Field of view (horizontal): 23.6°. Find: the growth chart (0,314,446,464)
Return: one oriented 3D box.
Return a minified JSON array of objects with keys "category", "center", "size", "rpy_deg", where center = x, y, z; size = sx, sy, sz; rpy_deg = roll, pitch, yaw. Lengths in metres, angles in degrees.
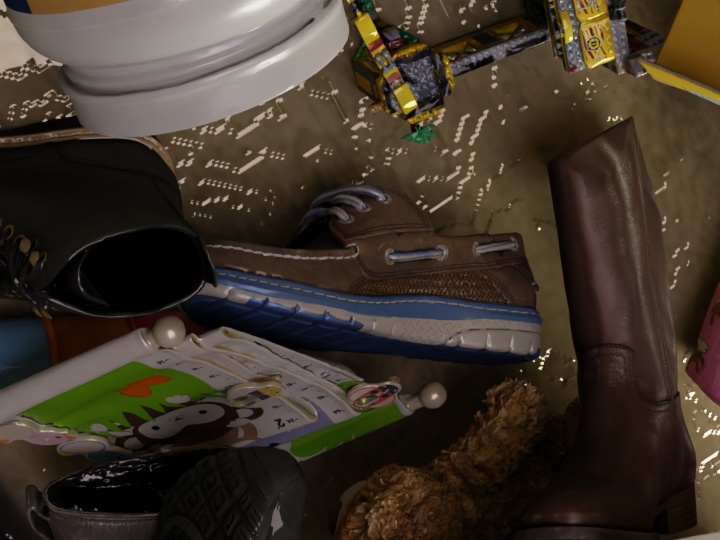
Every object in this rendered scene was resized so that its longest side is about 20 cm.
[{"category":"growth chart","center":[-0.074,0.064,0.788],"size":[0.144,0.018,0.199],"rpy_deg":[-29,150,31]}]

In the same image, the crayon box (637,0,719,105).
[{"category":"crayon box","center":[0.207,-0.080,0.766],"size":[0.126,0.200,0.051],"rpy_deg":[26,101,18]}]

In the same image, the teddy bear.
[{"category":"teddy bear","center":[0.055,0.116,0.865],"size":[0.199,0.067,0.145],"rpy_deg":[-28,153,-29]}]

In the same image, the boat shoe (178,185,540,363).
[{"category":"boat shoe","center":[0.000,0.000,0.814],"size":[0.199,0.072,0.073],"rpy_deg":[10,75,-39]}]

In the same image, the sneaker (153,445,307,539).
[{"category":"sneaker","center":[-0.050,0.156,0.774],"size":[0.090,0.076,0.201],"rpy_deg":[2,129,-24]}]

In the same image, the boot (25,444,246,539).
[{"category":"boot","center":[-0.062,0.157,0.837],"size":[0.199,0.069,0.175],"rpy_deg":[-4,127,-17]}]

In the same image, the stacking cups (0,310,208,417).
[{"category":"stacking cups","center":[-0.163,0.050,0.785],"size":[0.199,0.061,0.061],"rpy_deg":[-2,111,-21]}]

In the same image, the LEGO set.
[{"category":"LEGO set","center":[0.058,-0.152,0.756],"size":[0.153,0.116,0.201],"rpy_deg":[-13,114,-16]}]

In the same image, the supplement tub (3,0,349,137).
[{"category":"supplement tub","center":[-0.089,-0.169,0.679],"size":[0.144,0.144,0.201],"rpy_deg":[-23,116,-11]}]

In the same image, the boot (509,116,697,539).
[{"category":"boot","center":[0.106,0.026,0.798],"size":[0.064,0.186,0.202],"rpy_deg":[-6,86,23]}]

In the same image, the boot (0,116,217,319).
[{"category":"boot","center":[-0.165,-0.010,0.716],"size":[0.199,0.138,0.078],"rpy_deg":[-18,116,-12]}]

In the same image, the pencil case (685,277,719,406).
[{"category":"pencil case","center":[0.247,-0.012,0.904],"size":[0.086,0.083,0.201],"rpy_deg":[12,105,-37]}]

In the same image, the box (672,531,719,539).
[{"category":"box","center":[0.114,0.187,0.789],"size":[0.176,0.097,0.200],"rpy_deg":[-25,163,29]}]
